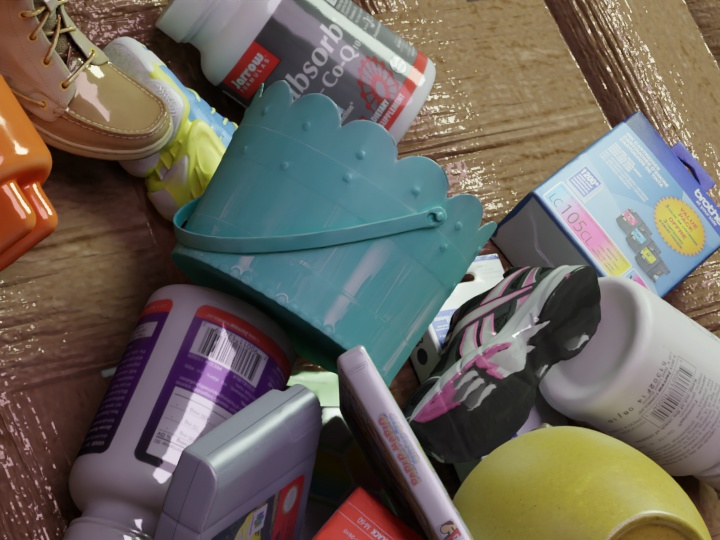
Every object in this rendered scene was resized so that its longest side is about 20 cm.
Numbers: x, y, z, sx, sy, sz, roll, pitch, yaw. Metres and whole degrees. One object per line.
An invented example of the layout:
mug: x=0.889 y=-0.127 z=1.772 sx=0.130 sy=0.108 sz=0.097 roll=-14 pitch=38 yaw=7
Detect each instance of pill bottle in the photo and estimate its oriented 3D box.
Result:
pill bottle: x=-0.051 y=-0.168 z=1.722 sx=0.199 sy=0.116 sz=0.116 roll=35 pitch=49 yaw=-10
pill bottle: x=0.239 y=0.095 z=1.737 sx=0.199 sy=0.114 sz=0.115 roll=31 pitch=47 yaw=-36
pill bottle: x=-0.126 y=0.120 z=1.484 sx=0.111 sy=0.111 sz=0.201 roll=30 pitch=63 yaw=-15

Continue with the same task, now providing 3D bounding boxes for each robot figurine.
robot figurine: x=-0.287 y=-0.094 z=1.518 sx=0.143 sy=0.117 sz=0.201 roll=-28 pitch=81 yaw=-39

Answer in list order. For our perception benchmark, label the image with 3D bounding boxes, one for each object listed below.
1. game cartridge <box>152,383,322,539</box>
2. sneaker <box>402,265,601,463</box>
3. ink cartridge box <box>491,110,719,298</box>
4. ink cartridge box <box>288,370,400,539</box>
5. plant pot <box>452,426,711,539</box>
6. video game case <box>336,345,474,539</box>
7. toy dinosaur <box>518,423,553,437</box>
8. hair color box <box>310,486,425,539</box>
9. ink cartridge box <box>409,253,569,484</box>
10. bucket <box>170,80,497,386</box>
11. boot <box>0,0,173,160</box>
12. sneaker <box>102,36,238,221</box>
game cartridge: x=-0.087 y=0.181 z=1.427 sx=0.041 sy=0.201 sz=0.133 roll=30 pitch=36 yaw=27
sneaker: x=0.091 y=0.066 z=1.653 sx=0.200 sy=0.086 sz=0.081 roll=-38 pitch=123 yaw=-32
ink cartridge box: x=0.218 y=-0.039 z=1.852 sx=0.137 sy=0.076 sz=0.200 roll=51 pitch=46 yaw=3
ink cartridge box: x=-0.024 y=0.149 z=1.580 sx=0.103 sy=0.059 sz=0.201 roll=3 pitch=61 yaw=-32
plant pot: x=0.171 y=0.214 z=1.563 sx=0.198 sy=0.142 sz=0.202 roll=0 pitch=90 yaw=-22
video game case: x=0.036 y=0.149 z=1.464 sx=0.023 sy=0.200 sz=0.183 roll=-29 pitch=79 yaw=-7
toy dinosaur: x=0.164 y=0.204 z=1.669 sx=0.106 sy=0.060 sz=0.201 roll=-21 pitch=97 yaw=-22
hair color box: x=-0.046 y=0.242 z=1.423 sx=0.064 sy=0.111 sz=0.200 roll=37 pitch=69 yaw=10
ink cartridge box: x=0.097 y=0.087 z=1.716 sx=0.099 sy=0.039 sz=0.201 roll=-7 pitch=68 yaw=-36
bucket: x=-0.024 y=-0.021 z=1.528 sx=0.206 sy=0.207 sz=0.135 roll=34 pitch=79 yaw=-12
boot: x=-0.215 y=-0.171 z=1.553 sx=0.199 sy=0.156 sz=0.073 roll=29 pitch=52 yaw=10
sneaker: x=-0.118 y=-0.087 z=1.666 sx=0.105 sy=0.076 sz=0.201 roll=-24 pitch=85 yaw=-53
